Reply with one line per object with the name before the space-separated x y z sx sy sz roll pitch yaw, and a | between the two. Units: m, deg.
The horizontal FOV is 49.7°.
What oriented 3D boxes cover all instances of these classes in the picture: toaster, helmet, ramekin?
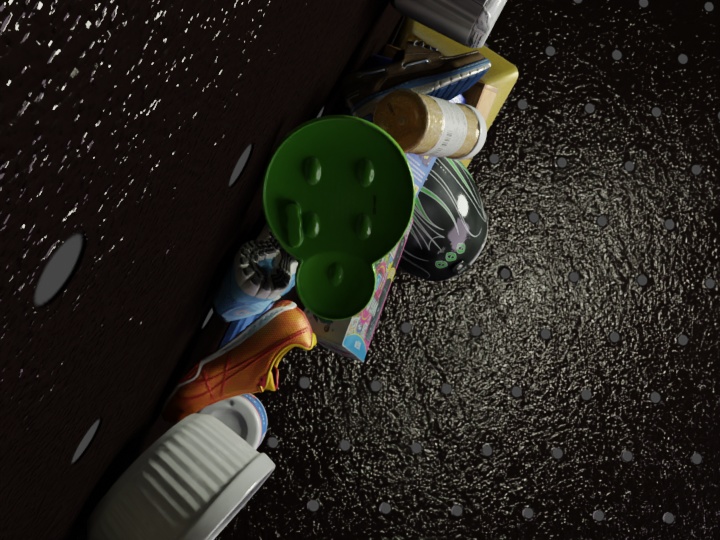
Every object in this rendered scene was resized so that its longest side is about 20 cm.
toaster | 0.108 -0.332 0.896 0.115 0.128 0.200 -60 180 5
helmet | 0.081 -0.097 1.139 0.198 0.190 0.203 -26 -138 26
ramekin | -0.193 0.245 0.821 0.200 0.105 0.200 -47 174 -7

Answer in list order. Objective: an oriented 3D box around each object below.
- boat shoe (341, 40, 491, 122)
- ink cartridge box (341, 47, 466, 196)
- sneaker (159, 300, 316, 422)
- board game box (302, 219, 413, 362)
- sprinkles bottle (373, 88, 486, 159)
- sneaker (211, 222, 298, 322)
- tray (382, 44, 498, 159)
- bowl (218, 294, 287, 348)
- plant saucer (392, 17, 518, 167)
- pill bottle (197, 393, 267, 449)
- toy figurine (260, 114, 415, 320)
boat shoe | 0.067 -0.234 0.924 0.198 0.073 0.072 -24 173 -25
ink cartridge box | 0.047 -0.200 1.038 0.076 0.135 0.202 32 86 -48
sneaker | -0.137 0.115 0.857 0.199 0.078 0.073 -35 179 9
board game box | 0.000 0.000 0.962 0.148 0.063 0.203 54 56 -73
sprinkles bottle | 0.085 -0.166 0.897 0.069 0.068 0.199 -61 160 19
sneaker | -0.111 0.002 0.865 0.090 0.079 0.200 -42 178 21
tray | 0.093 -0.241 1.095 0.037 0.199 0.100 3 114 -47
bowl | -0.156 0.074 1.159 0.203 0.039 0.201 -62 180 0
plant saucer | 0.108 -0.267 1.187 0.048 0.199 0.202 -39 161 -54
pill bottle | -0.211 0.255 1.286 0.114 0.111 0.200 -61 180 -7
toy figurine | -0.022 -0.075 0.831 0.184 0.147 0.204 -92 -177 -72
